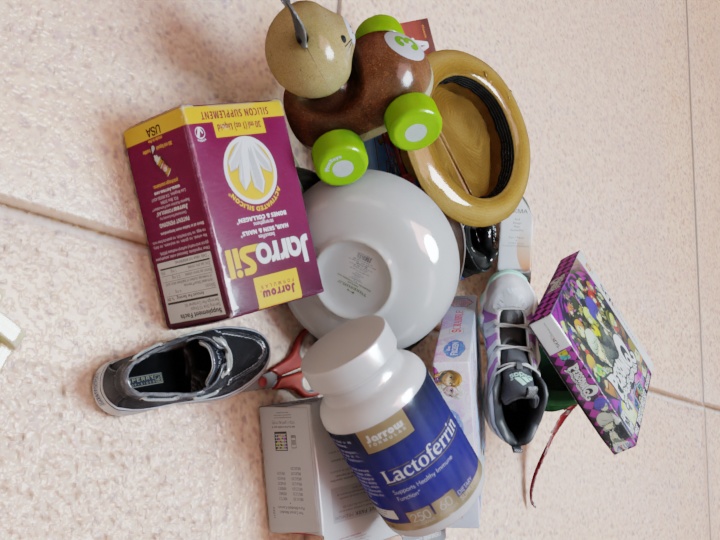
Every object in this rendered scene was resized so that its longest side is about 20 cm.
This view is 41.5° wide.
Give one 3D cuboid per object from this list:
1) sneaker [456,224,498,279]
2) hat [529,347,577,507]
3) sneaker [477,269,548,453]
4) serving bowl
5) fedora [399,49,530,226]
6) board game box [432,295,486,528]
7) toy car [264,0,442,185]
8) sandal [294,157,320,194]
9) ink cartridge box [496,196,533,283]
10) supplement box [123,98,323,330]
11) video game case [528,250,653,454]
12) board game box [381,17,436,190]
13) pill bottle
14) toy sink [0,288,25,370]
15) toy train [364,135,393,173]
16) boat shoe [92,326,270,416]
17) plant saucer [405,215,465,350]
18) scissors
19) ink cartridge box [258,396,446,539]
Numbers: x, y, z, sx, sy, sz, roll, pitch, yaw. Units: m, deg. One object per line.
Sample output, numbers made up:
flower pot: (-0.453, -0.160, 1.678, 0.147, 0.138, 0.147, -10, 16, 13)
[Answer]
sneaker: (0.117, -0.088, 1.199, 0.077, 0.111, 0.201, -11, 89, -47)
hat: (0.272, 0.174, 1.323, 0.199, 0.166, 0.177, -27, 136, -15)
sneaker: (0.177, 0.104, 1.063, 0.140, 0.077, 0.201, -86, 171, -83)
serving bowl: (0.000, 0.000, 0.982, 0.201, 0.199, 0.066, 69, 20, -10)
fedora: (0.103, -0.142, 1.067, 0.200, 0.082, 0.202, 7, 77, -33)
board game box: (0.118, 0.156, 1.099, 0.200, 0.041, 0.201, -63, 149, -70)
toy car: (-0.028, -0.217, 0.923, 0.200, 0.157, 0.165, 54, 14, -49)
sandal: (-0.069, -0.083, 1.039, 0.202, 0.057, 0.080, 58, 46, -21)
ink cartridge box: (0.214, -0.065, 1.288, 0.162, 0.050, 0.201, 67, 31, -69)
supplement box: (-0.133, -0.057, 0.932, 0.131, 0.103, 0.201, -16, 94, -48)
video game case: (0.279, 0.090, 1.127, 0.182, 0.036, 0.200, 56, 31, -6)
board game box: (0.063, -0.185, 1.103, 0.103, 0.019, 0.201, -22, 99, -36)
pill bottle: (0.030, 0.150, 0.929, 0.116, 0.115, 0.201, -48, 115, -41)
toy sink: (-0.336, 0.049, 0.685, 0.130, 0.112, 0.201, 47, 51, -30)
toy train: (0.020, -0.140, 1.131, 0.114, 0.086, 0.201, -8, 92, -39)
boat shoe: (-0.152, 0.089, 0.901, 0.199, 0.068, 0.072, -6, 78, -46)
plant saucer: (0.046, 0.009, 1.108, 0.200, 0.032, 0.201, -25, 128, -36)
scissors: (-0.093, 0.121, 1.001, 0.200, 0.014, 0.074, -27, 101, -47)
ink cartridge box: (-0.003, 0.222, 1.025, 0.199, 0.084, 0.177, 0, 82, -47)
